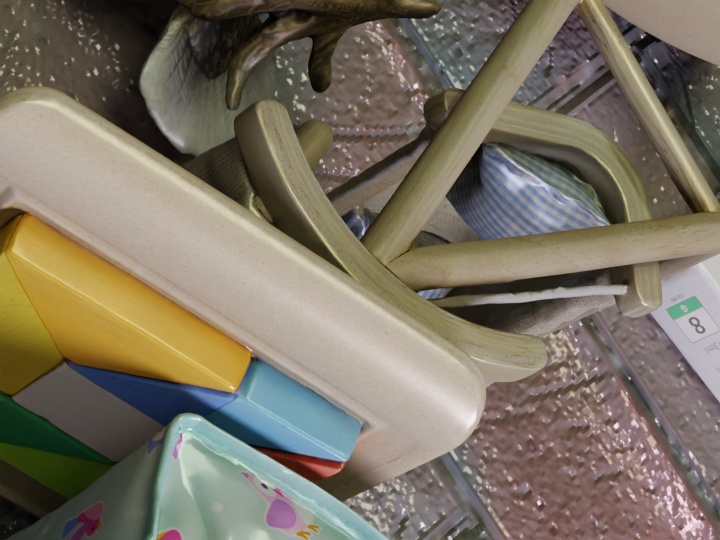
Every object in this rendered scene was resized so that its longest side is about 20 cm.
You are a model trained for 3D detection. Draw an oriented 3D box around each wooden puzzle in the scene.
[{"bbox_3d":[-0.084,0.035,0.973,0.185,0.200,0.037,33,54,-17],"label":"wooden puzzle"}]

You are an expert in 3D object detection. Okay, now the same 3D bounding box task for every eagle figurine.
[{"bbox_3d":[-0.051,-0.161,1.139,0.151,0.152,0.200,-27,55,-11],"label":"eagle figurine"}]

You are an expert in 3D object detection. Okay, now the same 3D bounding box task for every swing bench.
[{"bbox_3d":[0.000,0.000,1.058,0.200,0.199,0.130,-31,91,-41],"label":"swing bench"}]

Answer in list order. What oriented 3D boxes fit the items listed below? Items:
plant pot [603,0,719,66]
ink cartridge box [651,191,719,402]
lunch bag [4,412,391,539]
[{"bbox_3d":[0.130,-0.192,1.259,0.134,0.200,0.201,12,63,-6],"label":"plant pot"},{"bbox_3d":[0.230,0.034,1.319,0.200,0.050,0.161,50,50,-7],"label":"ink cartridge box"},{"bbox_3d":[-0.032,0.159,0.987,0.200,0.170,0.122,32,54,-19],"label":"lunch bag"}]
